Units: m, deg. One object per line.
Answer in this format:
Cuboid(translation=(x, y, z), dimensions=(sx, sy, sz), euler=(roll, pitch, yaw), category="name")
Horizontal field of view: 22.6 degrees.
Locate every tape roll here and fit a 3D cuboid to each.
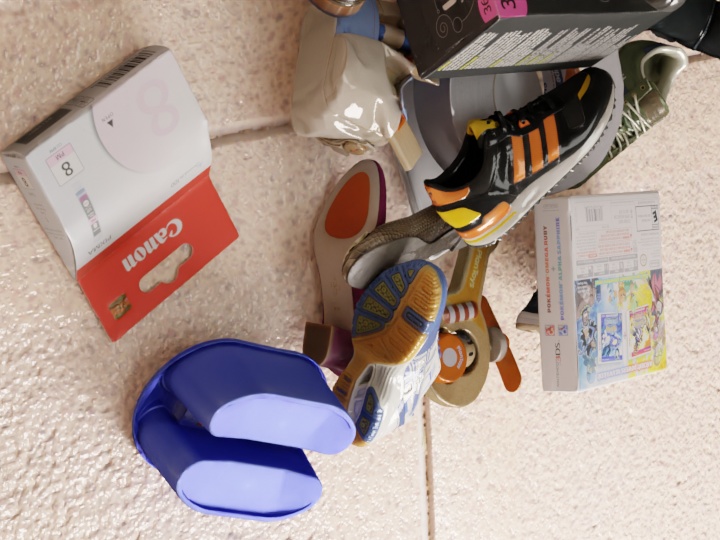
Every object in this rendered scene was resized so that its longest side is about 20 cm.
Cuboid(translation=(0.150, -0.169, 1.693), dimensions=(0.200, 0.066, 0.201), euler=(-3, 97, -29), category="tape roll")

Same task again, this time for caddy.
Cuboid(translation=(-0.104, 0.136, 1.583), dimensions=(0.199, 0.105, 0.142), euler=(15, 113, -40), category="caddy")

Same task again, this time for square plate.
Cuboid(translation=(0.099, -0.142, 1.733), dimensions=(0.200, 0.028, 0.199), euler=(-34, 115, -32), category="square plate")

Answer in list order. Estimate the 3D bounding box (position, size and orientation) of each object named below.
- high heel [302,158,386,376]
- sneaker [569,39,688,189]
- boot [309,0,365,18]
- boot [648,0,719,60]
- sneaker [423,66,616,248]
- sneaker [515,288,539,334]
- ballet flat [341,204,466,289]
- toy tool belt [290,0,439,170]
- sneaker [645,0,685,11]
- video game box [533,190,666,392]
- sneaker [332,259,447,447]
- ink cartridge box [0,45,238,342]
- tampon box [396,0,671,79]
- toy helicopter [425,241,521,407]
Cuboid(translation=(0.000, 0.000, 1.676), dimensions=(0.096, 0.067, 0.201), euler=(16, 91, -56), category="high heel")
Cuboid(translation=(0.263, -0.162, 1.806), dimensions=(0.200, 0.090, 0.067), euler=(-58, 132, -32), category="sneaker")
Cuboid(translation=(-0.060, -0.303, 1.483), dimensions=(0.200, 0.097, 0.075), euler=(38, 60, -3), category="boot")
Cuboid(translation=(0.365, -0.247, 1.812), dimensions=(0.198, 0.162, 0.074), euler=(13, 98, -66), category="boot")
Cuboid(translation=(0.141, -0.117, 1.605), dimensions=(0.200, 0.070, 0.090), euler=(-48, 119, 0), category="sneaker")
Cuboid(translation=(0.212, 0.008, 1.811), dimensions=(0.200, 0.070, 0.109), euler=(-5, 103, -64), category="sneaker")
Cuboid(translation=(0.046, -0.033, 1.638), dimensions=(0.200, 0.046, 0.067), euler=(-23, 153, -45), category="ballet flat")
Cuboid(translation=(0.012, -0.194, 1.595), dimensions=(0.123, 0.125, 0.201), euler=(22, 60, -30), category="toy tool belt")
Cuboid(translation=(0.185, -0.291, 1.473), dimensions=(0.115, 0.075, 0.201), euler=(-9, 64, -29), category="sneaker")
Cuboid(translation=(0.234, 0.017, 1.743), dimensions=(0.200, 0.047, 0.183), euler=(-6, 91, -56), category="video game box")
Cuboid(translation=(0.038, 0.066, 1.630), dimensions=(0.088, 0.075, 0.200), euler=(-15, 140, -45), category="sneaker")
Cuboid(translation=(-0.185, -0.062, 1.510), dimensions=(0.162, 0.057, 0.200), euler=(-41, 117, -26), category="ink cartridge box")
Cuboid(translation=(0.141, -0.260, 1.549), dimensions=(0.199, 0.126, 0.150), euler=(-8, 75, -34), category="tampon box")
Cuboid(translation=(0.107, 0.037, 1.757), dimensions=(0.132, 0.079, 0.201), euler=(25, 70, -33), category="toy helicopter")
